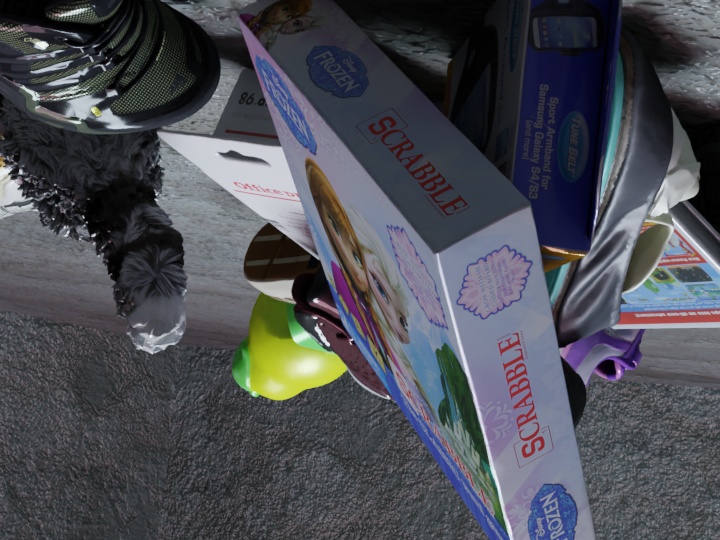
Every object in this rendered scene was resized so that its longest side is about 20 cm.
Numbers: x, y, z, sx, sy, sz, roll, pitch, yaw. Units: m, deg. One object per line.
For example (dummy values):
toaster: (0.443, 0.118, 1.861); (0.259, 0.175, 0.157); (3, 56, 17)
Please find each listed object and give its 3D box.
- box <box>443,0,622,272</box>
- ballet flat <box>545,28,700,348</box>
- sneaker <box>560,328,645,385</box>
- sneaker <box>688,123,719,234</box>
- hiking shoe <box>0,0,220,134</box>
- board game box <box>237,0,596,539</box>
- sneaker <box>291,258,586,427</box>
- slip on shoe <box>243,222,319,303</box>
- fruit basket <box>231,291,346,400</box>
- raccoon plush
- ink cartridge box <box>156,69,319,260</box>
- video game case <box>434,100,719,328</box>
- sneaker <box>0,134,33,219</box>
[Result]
box: (0.068, -0.058, 0.599); (0.041, 0.121, 0.200); (7, 172, -5)
ballet flat: (0.129, -0.037, 0.677); (0.072, 0.074, 0.201); (7, 136, -3)
sneaker: (0.219, 0.045, 1.166); (0.199, 0.089, 0.080); (-22, 179, -34)
sneaker: (0.215, -0.046, 0.804); (0.090, 0.077, 0.199); (-2, -176, -33)
hiking shoe: (-0.124, -0.106, 0.577); (0.100, 0.077, 0.199); (5, 172, 42)
board game box: (0.024, 0.003, 0.587); (0.041, 0.201, 0.200); (-26, -139, -10)
sneaker: (0.025, 0.042, 0.752); (0.115, 0.076, 0.199); (38, 166, -36)
slip on shoe: (0.000, 0.000, 0.923); (0.199, 0.077, 0.060); (-4, 150, 47)
fruit basket: (-0.023, 0.019, 1.127); (0.213, 0.157, 0.216); (-6, 166, -2)
raccoon plush: (-0.161, -0.034, 0.778); (0.096, 0.202, 0.134); (-5, 163, -16)
ink cartridge box: (-0.005, -0.052, 0.762); (0.115, 0.067, 0.200); (11, 162, 41)
video game case: (0.132, -0.033, 0.778); (0.200, 0.018, 0.143); (42, 159, -21)
sneaker: (-0.255, -0.065, 1.025); (0.087, 0.077, 0.200); (10, 173, -24)
